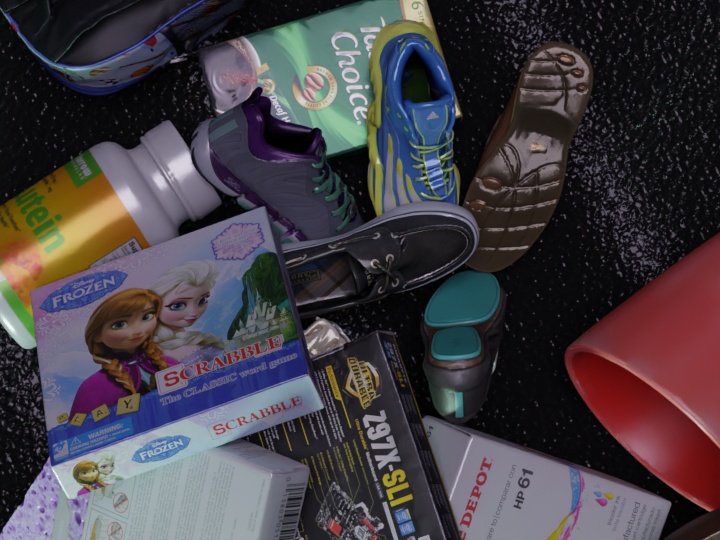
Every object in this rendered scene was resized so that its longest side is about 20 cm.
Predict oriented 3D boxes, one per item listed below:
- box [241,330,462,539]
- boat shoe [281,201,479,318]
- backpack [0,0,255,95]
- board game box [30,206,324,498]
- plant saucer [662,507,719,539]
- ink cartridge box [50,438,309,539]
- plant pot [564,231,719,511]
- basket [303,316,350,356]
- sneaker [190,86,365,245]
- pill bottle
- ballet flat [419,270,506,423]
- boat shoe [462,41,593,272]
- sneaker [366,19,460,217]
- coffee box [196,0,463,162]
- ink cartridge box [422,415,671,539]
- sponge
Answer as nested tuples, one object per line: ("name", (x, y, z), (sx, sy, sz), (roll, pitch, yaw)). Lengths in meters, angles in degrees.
("box", (-0.020, 0.165, 1.599), (0.159, 0.049, 0.201), (-22, 77, 15))
("boat shoe", (0.000, 0.000, 1.703), (0.199, 0.057, 0.069), (-15, 115, -1))
("backpack", (-0.199, -0.241, 1.746), (0.190, 0.154, 0.200), (-33, 71, -8))
("board game box", (-0.142, 0.057, 1.614), (0.199, 0.041, 0.200), (-20, 41, 2))
("plant saucer", (0.274, 0.235, 1.655), (0.200, 0.201, 0.037), (-27, 54, -4))
("ink cartridge box", (-0.140, 0.194, 1.606), (0.200, 0.057, 0.163), (19, 101, 40))
("plant pot", (0.293, 0.070, 1.710), (0.200, 0.200, 0.177), (43, 75, 4))
("basket", (-0.060, 0.144, 1.719), (0.200, 0.123, 0.136), (-40, 85, -4))
("sneaker", (-0.039, -0.064, 1.724), (0.200, 0.087, 0.075), (36, 40, -27))
("pill bottle", (-0.217, -0.034, 1.743), (0.200, 0.111, 0.111), (-33, 85, -4))
("ballet flat", (0.079, 0.064, 1.712), (0.068, 0.200, 0.069), (-2, 110, 11))
("boat shoe", (0.137, -0.093, 1.778), (0.072, 0.068, 0.201), (22, 101, -1))
("sneaker", (0.042, -0.098, 1.718), (0.075, 0.105, 0.201), (-10, 98, -3))
("coffee box", (-0.025, -0.153, 1.791), (0.199, 0.044, 0.123), (-15, 86, -2))
("ink cartridge box", (0.121, 0.212, 1.673), (0.200, 0.085, 0.145), (20, 89, -26))
("sponge", (-0.215, 0.202, 1.694), (0.112, 0.030, 0.200), (43, 125, 11))
